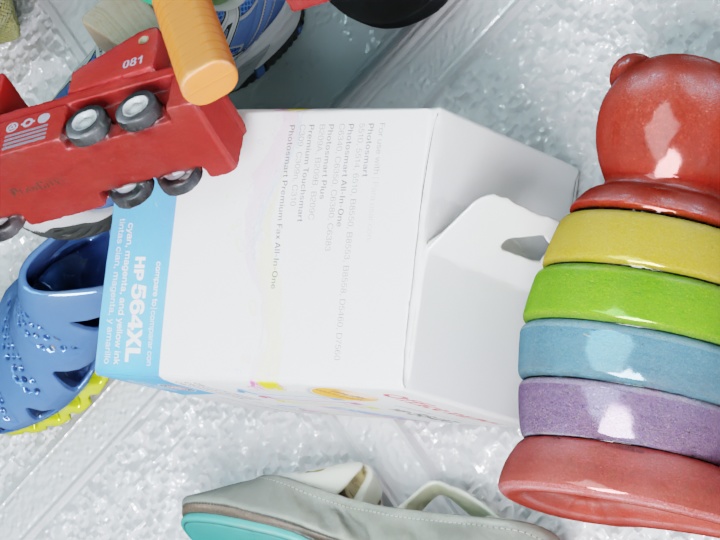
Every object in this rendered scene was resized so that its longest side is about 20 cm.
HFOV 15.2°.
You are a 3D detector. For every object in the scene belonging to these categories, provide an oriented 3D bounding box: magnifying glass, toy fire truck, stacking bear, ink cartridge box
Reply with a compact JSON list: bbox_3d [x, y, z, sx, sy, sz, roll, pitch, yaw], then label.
[{"bbox_3d":[-0.085,-0.134,1.189,0.079,0.022,0.200,-28,38,5],"label":"magnifying glass"},{"bbox_3d":[-0.098,-0.094,1.212,0.199,0.049,0.141,-14,43,21],"label":"toy fire truck"},{"bbox_3d":[0.128,0.006,1.152,0.121,0.114,0.201,4,78,35],"label":"stacking bear"},{"bbox_3d":[0.000,0.000,1.223,0.199,0.128,0.126,2,81,36],"label":"ink cartridge box"}]

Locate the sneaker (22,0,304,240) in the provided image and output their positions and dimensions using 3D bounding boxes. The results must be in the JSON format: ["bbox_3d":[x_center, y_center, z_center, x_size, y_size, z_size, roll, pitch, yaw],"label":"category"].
[{"bbox_3d":[-0.105,-0.098,1.290,0.076,0.077,0.200,25,61,23],"label":"sneaker"}]

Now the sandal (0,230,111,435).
[{"bbox_3d":[-0.144,0.009,1.349,0.200,0.087,0.080,-44,62,22],"label":"sandal"}]

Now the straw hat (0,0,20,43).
[{"bbox_3d":[-0.224,-0.144,1.429,0.201,0.201,0.085,-29,104,27],"label":"straw hat"}]

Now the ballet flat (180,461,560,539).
[{"bbox_3d":[0.008,0.122,1.245,0.200,0.067,0.064,13,61,35],"label":"ballet flat"}]

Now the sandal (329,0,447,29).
[{"bbox_3d":[-0.022,-0.192,1.328,0.075,0.045,0.200,-49,58,17],"label":"sandal"}]
